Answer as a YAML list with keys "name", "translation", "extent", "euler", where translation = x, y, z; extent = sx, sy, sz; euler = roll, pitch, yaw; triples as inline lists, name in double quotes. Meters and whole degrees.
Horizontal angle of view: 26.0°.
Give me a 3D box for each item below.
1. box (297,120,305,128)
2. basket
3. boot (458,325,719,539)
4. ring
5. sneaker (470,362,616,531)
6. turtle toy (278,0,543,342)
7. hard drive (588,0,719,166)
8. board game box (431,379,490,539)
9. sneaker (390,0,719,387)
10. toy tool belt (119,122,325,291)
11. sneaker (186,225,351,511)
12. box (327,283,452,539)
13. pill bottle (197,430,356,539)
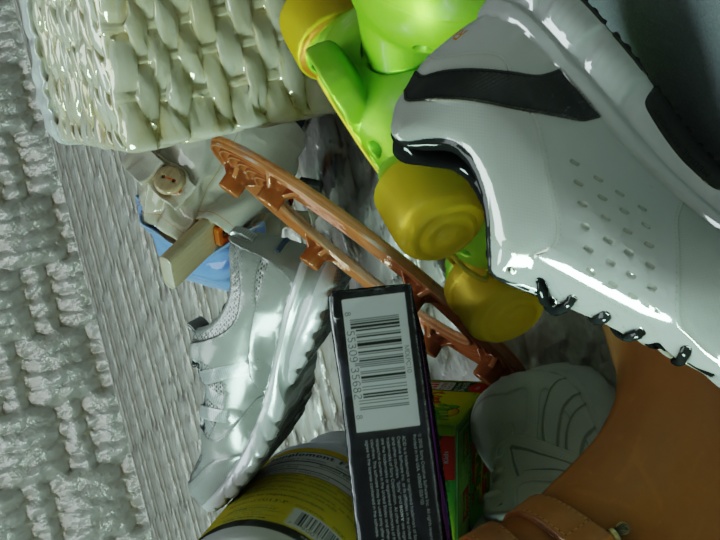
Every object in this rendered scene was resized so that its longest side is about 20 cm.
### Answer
- name: "box"
  translation: [-0.104, -0.184, 1.065]
  extent: [0.200, 0.104, 0.183]
  euler: [126, 129, -70]
- name: "basket"
  translation: [-0.069, -0.168, 0.787]
  extent: [0.161, 0.198, 0.200]
  euler: [-151, 50, -66]
- name: "boot"
  translation: [0.083, 0.083, 0.543]
  extent: [0.074, 0.154, 0.200]
  euler: [105, 147, -58]
- name: "ring"
  translation: [0.000, 0.000, 0.792]
  extent: [0.200, 0.019, 0.200]
  euler: [36, 174, 4]
- name: "sneaker"
  translation: [0.080, 0.100, 0.674]
  extent: [0.200, 0.099, 0.078]
  euler: [-139, 38, -64]
- name: "turtle toy"
  translation: [0.039, -0.073, 0.623]
  extent: [0.146, 0.101, 0.200]
  euler: [62, -173, 35]
- name: "hard drive"
  translation: [0.124, -0.092, 0.480]
  extent: [0.200, 0.033, 0.140]
  euler: [-136, 35, -62]
- name: "board game box"
  translation: [0.036, 0.165, 0.807]
  extent: [0.102, 0.047, 0.201]
  euler: [-30, -60, -74]
- name: "sneaker"
  translation: [0.089, -0.002, 0.500]
  extent: [0.200, 0.080, 0.074]
  euler: [49, 175, 13]
- name: "toy tool belt"
  translation: [-0.092, -0.026, 1.017]
  extent: [0.200, 0.125, 0.123]
  euler: [71, -147, -73]
- name: "sneaker"
  translation: [-0.071, 0.058, 0.955]
  extent: [0.200, 0.082, 0.075]
  euler: [-67, -10, 26]
- name: "box"
  translation: [0.018, 0.087, 0.641]
  extent: [0.200, 0.036, 0.143]
  euler: [70, -167, -83]
- name: "pill bottle"
  translation: [-0.036, 0.177, 0.996]
  extent: [0.200, 0.111, 0.112]
  euler: [-44, -54, -67]
